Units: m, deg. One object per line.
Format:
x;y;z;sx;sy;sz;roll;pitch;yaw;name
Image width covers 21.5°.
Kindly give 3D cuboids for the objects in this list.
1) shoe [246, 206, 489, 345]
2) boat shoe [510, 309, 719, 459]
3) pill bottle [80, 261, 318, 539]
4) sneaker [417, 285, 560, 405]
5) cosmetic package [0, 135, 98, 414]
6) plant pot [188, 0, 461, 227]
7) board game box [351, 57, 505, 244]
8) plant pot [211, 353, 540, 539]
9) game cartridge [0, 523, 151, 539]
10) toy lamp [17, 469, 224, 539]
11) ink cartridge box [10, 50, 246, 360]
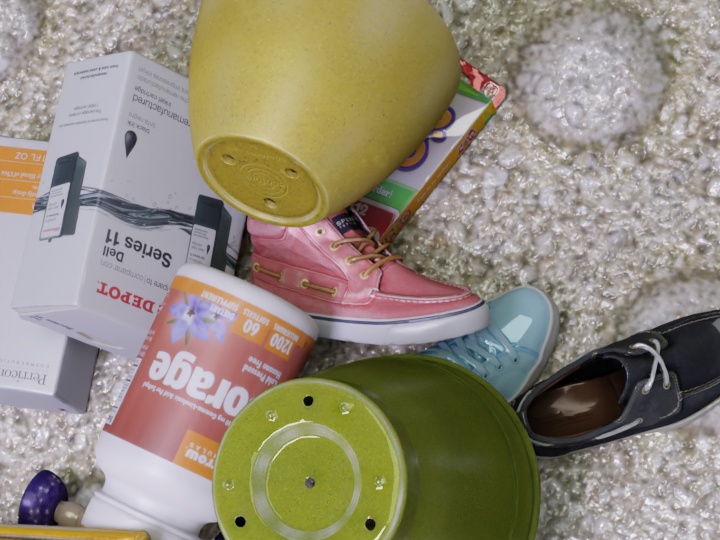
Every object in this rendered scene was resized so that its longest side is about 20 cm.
0.000;0.000;1.387;0.199;0.071;0.091;2;104;34;shoe
0.201;0.080;1.359;0.199;0.068;0.072;-22;72;-4;boat shoe
-0.117;0.105;1.342;0.112;0.112;0.201;22;82;17;pill bottle
0.065;0.082;1.380;0.200;0.082;0.074;-45;71;-4;sneaker
-0.251;0.003;1.475;0.101;0.071;0.201;6;75;13;cosmetic package
-0.045;-0.117;1.357;0.199;0.200;0.142;16;58;16;plant pot
0.018;-0.091;1.474;0.095;0.030;0.200;37;81;19;board game box
-0.003;0.143;1.243;0.200;0.193;0.201;-4;79;20;plant pot
-0.210;0.270;1.331;0.176;0.032;0.201;-1;114;22;game cartridge
-0.154;0.201;1.404;0.199;0.058;0.058;17;77;18;toy lamp
-0.164;-0.043;1.424;0.083;0.146;0.201;-4;70;44;ink cartridge box
